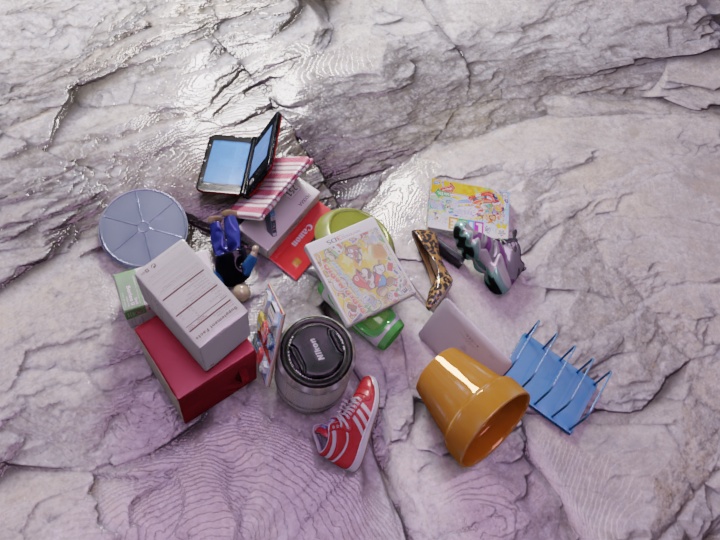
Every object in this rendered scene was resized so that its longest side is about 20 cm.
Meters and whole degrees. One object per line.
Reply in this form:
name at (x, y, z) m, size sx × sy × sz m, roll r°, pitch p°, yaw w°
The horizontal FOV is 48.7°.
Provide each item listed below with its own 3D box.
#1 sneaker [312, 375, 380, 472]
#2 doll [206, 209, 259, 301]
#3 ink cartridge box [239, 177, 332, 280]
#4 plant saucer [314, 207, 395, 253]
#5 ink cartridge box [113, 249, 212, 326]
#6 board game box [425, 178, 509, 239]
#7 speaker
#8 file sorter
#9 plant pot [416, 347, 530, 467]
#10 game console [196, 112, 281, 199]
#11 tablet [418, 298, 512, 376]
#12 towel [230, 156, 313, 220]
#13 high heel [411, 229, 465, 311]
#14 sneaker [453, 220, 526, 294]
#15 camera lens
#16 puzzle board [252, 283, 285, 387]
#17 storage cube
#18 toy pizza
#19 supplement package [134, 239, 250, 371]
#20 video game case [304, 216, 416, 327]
sneaker at (-0.031, 0.298, 1.632) m, size 0.111 × 0.071 × 0.203 m, roll 27°, pitch 62°, yaw -26°
doll at (-0.282, -0.030, 1.763) m, size 0.134 × 0.048 × 0.204 m, roll -19°, pitch 77°, yaw 17°
ink cartridge box at (-0.156, -0.107, 1.837) m, size 0.175 × 0.045 × 0.201 m, roll 35°, pitch 66°, yaw 10°
plant saucer at (-0.007, -0.076, 1.811) m, size 0.196 × 0.031 × 0.202 m, roll 14°, pitch 44°, yaw -14°
ink cartridge box at (-0.406, 0.038, 1.672) m, size 0.197 × 0.145 × 0.089 m, roll -18°, pitch 79°, yaw -16°
board game box at (0.259, -0.140, 1.917) m, size 0.196 × 0.034 × 0.137 m, roll 9°, pitch 65°, yaw -4°
speaker at (0.001, 0.082, 1.749) m, size 0.199 × 0.089 × 0.088 m, roll 41°, pitch 66°, yaw 11°
file sorter at (0.420, 0.227, 1.720) m, size 0.198 × 0.123 × 0.139 m, roll 35°, pitch 66°, yaw 8°
plant pot at (0.218, 0.267, 1.646) m, size 0.199 × 0.202 × 0.183 m, roll -34°, pitch 58°, yaw -21°
game console at (-0.278, -0.275, 1.836) m, size 0.117 × 0.172 × 0.203 m, roll 26°, pitch 44°, yaw -24°
tablet at (0.223, 0.170, 1.721) m, size 0.200 × 0.131 × 0.014 m, roll 45°, pitch 39°, yaw 14°
towel at (-0.206, -0.187, 1.823) m, size 0.201 × 0.145 × 0.030 m, roll -52°, pitch 122°, yaw -21°
high heel at (0.147, -0.004, 1.811) m, size 0.141 × 0.072 × 0.201 m, roll 33°, pitch 48°, yaw 1°
sneaker at (0.310, -0.061, 1.842) m, size 0.140 × 0.077 × 0.201 m, roll -41°, pitch 104°, yaw -19°
camera lens at (-0.096, 0.195, 1.617) m, size 0.156 × 0.201 × 0.163 m, roll 3°, pitch 64°, yaw -7°
puzzle board at (-0.190, 0.126, 1.612) m, size 0.017 × 0.200 × 0.154 m, roll 9°, pitch 103°, yaw -18°
storage cube at (-0.328, 0.172, 1.611) m, size 0.178 × 0.172 × 0.201 m, roll -30°, pitch 72°, yaw -20°
toy pizza at (-0.487, -0.091, 1.789) m, size 0.196 × 0.032 × 0.204 m, roll 4°, pitch 65°, yaw -8°
supplement package at (-0.314, 0.066, 1.503) m, size 0.117 × 0.117 × 0.200 m, roll -38°, pitch 73°, yaw -22°
video game case at (0.000, 0.000, 1.722) m, size 0.180 × 0.023 × 0.202 m, roll -23°, pitch 75°, yaw -24°
